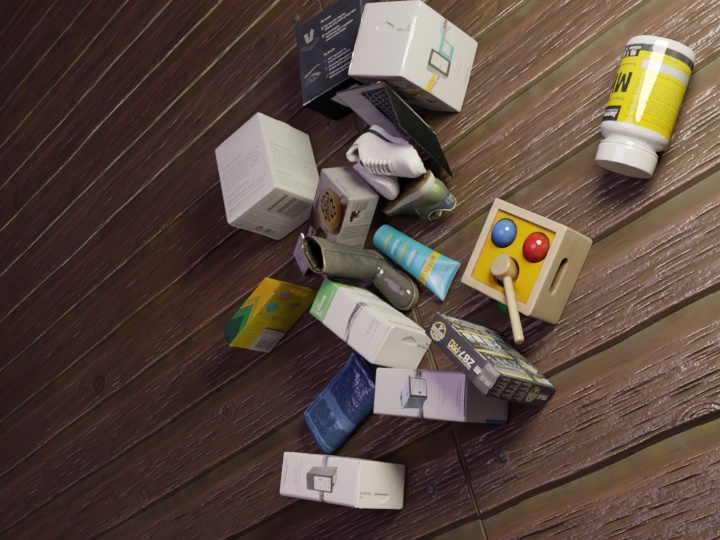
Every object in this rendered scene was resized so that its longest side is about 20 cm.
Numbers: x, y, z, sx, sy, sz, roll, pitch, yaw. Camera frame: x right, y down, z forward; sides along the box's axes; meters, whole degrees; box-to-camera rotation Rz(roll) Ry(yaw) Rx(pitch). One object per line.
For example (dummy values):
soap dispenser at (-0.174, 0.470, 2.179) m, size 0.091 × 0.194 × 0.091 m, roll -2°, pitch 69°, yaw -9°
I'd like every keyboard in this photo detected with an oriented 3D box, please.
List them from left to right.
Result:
keyboard at (-0.122, -0.032, 1.765) m, size 0.011 × 0.200 × 0.057 m, roll -30°, pitch 86°, yaw -13°

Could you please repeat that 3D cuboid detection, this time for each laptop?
laptop at (0.065, -0.265, 1.618) m, size 0.198 × 0.187 × 0.118 m, roll -2°, pitch 64°, yaw 41°

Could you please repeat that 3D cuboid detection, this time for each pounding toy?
pounding toy at (0.272, 0.005, 1.408) m, size 0.183 × 0.141 × 0.203 m, roll 28°, pitch 98°, yaw 42°

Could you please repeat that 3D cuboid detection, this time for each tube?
tube at (0.108, -0.024, 1.633) m, size 0.199 × 0.050 × 0.079 m, roll 35°, pitch 110°, yaw 36°

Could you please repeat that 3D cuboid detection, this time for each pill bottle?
pill bottle at (0.452, -0.259, 1.334) m, size 0.113 × 0.113 × 0.204 m, roll 19°, pitch 91°, yaw 42°

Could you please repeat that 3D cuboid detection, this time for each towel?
towel at (-0.033, 0.268, 1.678) m, size 0.201 × 0.048 × 0.112 m, roll -49°, pitch 53°, yaw 21°

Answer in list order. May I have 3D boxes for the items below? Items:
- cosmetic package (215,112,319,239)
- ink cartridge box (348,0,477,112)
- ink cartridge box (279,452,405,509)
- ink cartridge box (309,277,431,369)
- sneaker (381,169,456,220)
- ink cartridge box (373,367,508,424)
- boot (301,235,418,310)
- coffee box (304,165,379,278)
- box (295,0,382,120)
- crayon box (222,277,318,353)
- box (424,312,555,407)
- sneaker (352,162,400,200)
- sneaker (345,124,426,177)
cosmetic package at (-0.205, -0.209, 1.875) m, size 0.164 × 0.163 × 0.203 m, roll -32°, pitch 59°, yaw 31°
ink cartridge box at (0.103, -0.415, 1.627) m, size 0.145 × 0.198 × 0.149 m, roll 13°, pitch 88°, yaw 43°
ink cartridge box at (-0.033, 0.397, 1.579) m, size 0.197 × 0.144 × 0.086 m, roll -4°, pitch 75°, yaw 40°
ink cartridge box at (0.020, 0.104, 1.606) m, size 0.199 × 0.145 × 0.085 m, roll 36°, pitch 102°, yaw 41°
sneaker at (0.116, -0.126, 1.629) m, size 0.068 × 0.089 × 0.200 m, roll -58°, pitch 13°, yaw -21°
ink cartridge box at (0.142, 0.220, 1.467) m, size 0.198 × 0.145 × 0.088 m, roll -5°, pitch 77°, yaw 41°
boot at (-0.001, 0.002, 1.613) m, size 0.182 × 0.198 × 0.073 m, roll 43°, pitch 108°, yaw 39°
coffee box at (-0.045, -0.096, 1.713) m, size 0.113 × 0.079 × 0.202 m, roll 49°, pitch 135°, yaw 37°
box at (-0.030, -0.468, 1.816) m, size 0.195 × 0.116 × 0.204 m, roll -21°, pitch 67°, yaw 37°
crayon box at (-0.193, 0.089, 1.815) m, size 0.200 × 0.126 × 0.051 m, roll -47°, pitch 53°, yaw 21°
box at (0.218, 0.149, 1.382) m, size 0.161 × 0.199 × 0.050 m, roll 44°, pitch 106°, yaw 38°
sneaker at (0.047, -0.208, 1.683) m, size 0.088 × 0.075 × 0.200 m, roll -44°, pitch 27°, yaw 2°
sneaker at (0.050, -0.210, 1.586) m, size 0.080 × 0.077 × 0.199 m, roll -35°, pitch 34°, yaw -15°
